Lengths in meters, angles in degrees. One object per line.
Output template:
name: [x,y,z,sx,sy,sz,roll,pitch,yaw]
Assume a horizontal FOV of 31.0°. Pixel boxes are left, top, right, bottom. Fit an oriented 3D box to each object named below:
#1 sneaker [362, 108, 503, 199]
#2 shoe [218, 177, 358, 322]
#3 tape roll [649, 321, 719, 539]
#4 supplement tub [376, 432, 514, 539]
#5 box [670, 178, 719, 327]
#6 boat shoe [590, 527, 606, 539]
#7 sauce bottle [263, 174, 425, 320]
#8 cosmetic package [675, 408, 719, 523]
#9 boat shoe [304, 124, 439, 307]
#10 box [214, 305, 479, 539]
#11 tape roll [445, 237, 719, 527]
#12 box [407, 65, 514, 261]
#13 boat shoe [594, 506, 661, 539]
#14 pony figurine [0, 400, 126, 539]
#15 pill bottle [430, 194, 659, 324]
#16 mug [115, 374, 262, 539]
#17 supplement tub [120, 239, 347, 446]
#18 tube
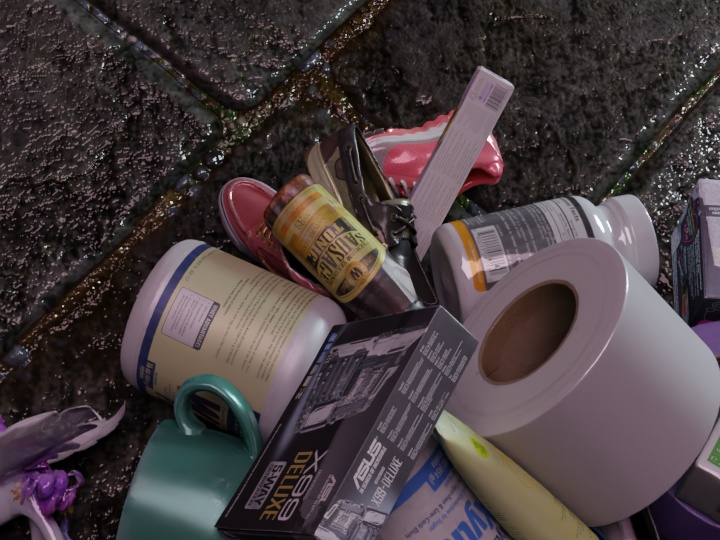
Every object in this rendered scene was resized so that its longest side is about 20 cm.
sneaker: [0.054,-0.097,1.295,0.197,0.074,0.088,-20,67,-12]
shoe: [-0.069,-0.032,1.247,0.071,0.091,0.201,-34,69,-18]
tape roll: [0.337,0.154,1.172,0.196,0.085,0.203,1,63,-2]
supplement tub: [0.057,0.233,1.055,0.132,0.132,0.201,-40,98,-20]
box: [0.408,-0.001,1.236,0.196,0.115,0.134,5,63,0]
boat shoe: [0.197,0.313,1.081,0.084,0.068,0.202,-39,62,27]
sauce bottle: [0.000,0.000,1.150,0.200,0.066,0.066,42,69,16]
cosmetic package: [0.361,0.124,1.094,0.107,0.085,0.201,28,66,15]
boat shoe: [0.019,-0.047,1.212,0.066,0.071,0.202,-38,73,25]
box: [-0.011,0.127,0.989,0.050,0.157,0.201,41,64,-20]
tape roll: [0.183,0.093,1.097,0.139,0.201,0.204,42,63,-24]
box: [0.084,-0.099,1.251,0.041,0.039,0.202,26,102,-4]
boat shoe: [0.233,0.246,1.135,0.066,0.057,0.203,-13,64,-9]
pony figurine: [-0.292,0.188,1.109,0.190,0.167,0.203,-14,79,-1]
pill bottle: [0.173,-0.006,1.230,0.197,0.117,0.118,-12,64,-9]
mug: [-0.127,0.201,1.074,0.113,0.187,0.153,14,42,5]
supplement tub: [-0.098,0.073,1.162,0.197,0.146,0.146,23,64,10]
tube: [0.114,0.171,1.018,0.200,0.058,0.052,45,52,-22]
